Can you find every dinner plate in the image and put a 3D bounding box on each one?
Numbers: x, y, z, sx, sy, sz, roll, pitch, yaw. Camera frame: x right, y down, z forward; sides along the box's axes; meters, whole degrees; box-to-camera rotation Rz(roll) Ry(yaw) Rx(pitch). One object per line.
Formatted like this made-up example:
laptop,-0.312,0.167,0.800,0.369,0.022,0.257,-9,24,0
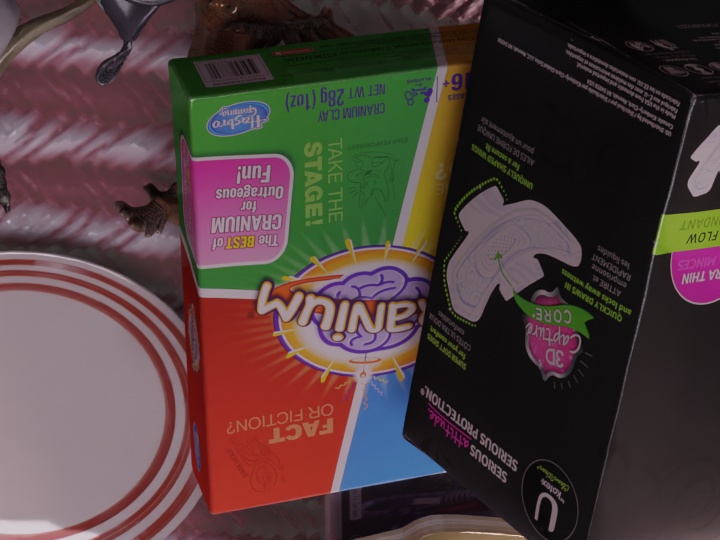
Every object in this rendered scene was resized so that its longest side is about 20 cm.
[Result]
dinner plate,-0.167,0.073,0.943,0.198,0.024,0.202,-4,120,-7

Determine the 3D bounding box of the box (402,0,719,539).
box,0.122,-0.001,0.774,0.148,0.124,0.202,-7,119,-35

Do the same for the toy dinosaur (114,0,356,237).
toy dinosaur,-0.026,-0.051,0.862,0.135,0.086,0.200,-42,124,8

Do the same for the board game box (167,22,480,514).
board game box,0.000,0.000,0.822,0.152,0.040,0.201,-9,121,-14

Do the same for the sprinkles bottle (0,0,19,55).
sprinkles bottle,-0.229,-0.149,0.774,0.068,0.068,0.200,-38,119,14

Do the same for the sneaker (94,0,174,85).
sneaker,-0.119,-0.144,0.775,0.198,0.078,0.141,-2,106,-7

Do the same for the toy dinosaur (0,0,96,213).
toy dinosaur,-0.187,-0.042,0.833,0.200,0.088,0.047,-41,118,15

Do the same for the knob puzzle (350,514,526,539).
knob puzzle,0.017,0.164,0.989,0.218,0.031,0.220,-14,150,-8

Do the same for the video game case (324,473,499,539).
video game case,0.071,0.092,0.964,0.180,0.023,0.201,-6,137,-6
